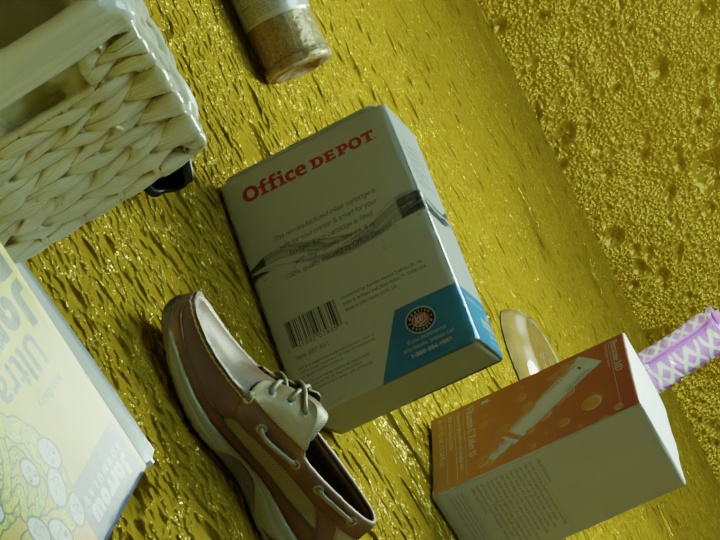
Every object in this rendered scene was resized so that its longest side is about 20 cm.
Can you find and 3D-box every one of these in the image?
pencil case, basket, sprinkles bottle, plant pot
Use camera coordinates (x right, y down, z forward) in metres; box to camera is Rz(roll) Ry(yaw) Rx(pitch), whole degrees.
[{"bbox_3d":[0.531,0.140,2.948,0.085,0.200,0.084,44,14,-51],"label":"pencil case"},{"bbox_3d":[-0.175,-0.119,0.851,0.200,0.135,0.124,61,2,41],"label":"basket"},{"bbox_3d":[-0.096,-0.274,1.606,0.201,0.068,0.068,65,14,3],"label":"sprinkles bottle"},{"bbox_3d":[0.232,0.135,2.186,0.200,0.027,0.200,58,16,-27],"label":"plant pot"}]

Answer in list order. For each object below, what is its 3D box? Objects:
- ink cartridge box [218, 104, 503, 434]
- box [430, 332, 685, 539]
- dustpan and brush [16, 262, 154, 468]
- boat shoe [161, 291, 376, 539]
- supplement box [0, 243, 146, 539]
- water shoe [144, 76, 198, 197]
[{"bbox_3d":[0.000,0.000,1.313,0.084,0.145,0.201,33,34,-66],"label":"ink cartridge box"},{"bbox_3d":[0.171,0.161,1.547,0.098,0.199,0.125,58,14,-23],"label":"box"},{"bbox_3d":[-0.176,0.054,0.786,0.140,0.057,0.200,54,6,6],"label":"dustpan and brush"},{"bbox_3d":[-0.055,0.094,1.095,0.201,0.072,0.076,60,14,-18],"label":"boat shoe"},{"bbox_3d":[-0.183,0.038,0.619,0.201,0.109,0.109,60,22,-18],"label":"supplement box"},{"bbox_3d":[-0.157,-0.125,1.109,0.200,0.071,0.079,48,23,-48],"label":"water shoe"}]
